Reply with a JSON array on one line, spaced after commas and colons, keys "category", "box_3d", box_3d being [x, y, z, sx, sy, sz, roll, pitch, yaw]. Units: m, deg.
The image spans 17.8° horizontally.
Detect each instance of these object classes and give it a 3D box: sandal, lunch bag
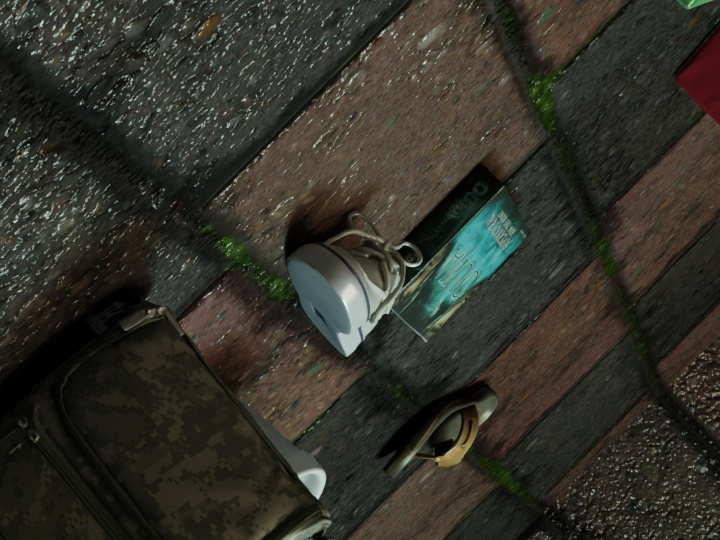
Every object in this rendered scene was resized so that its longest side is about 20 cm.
[{"category": "sandal", "box_3d": [0.094, 0.173, 2.375, 0.082, 0.055, 0.200, -53, 163, 26]}, {"category": "lunch bag", "box_3d": [-0.133, 0.138, 1.423, 0.167, 0.200, 0.139, -40, 167, -4]}]

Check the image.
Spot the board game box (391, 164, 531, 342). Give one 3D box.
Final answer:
[{"category": "board game box", "box_3d": [0.076, -0.010, 1.900, 0.135, 0.028, 0.200, -46, 165, 1]}]

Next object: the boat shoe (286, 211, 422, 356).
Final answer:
[{"category": "boat shoe", "box_3d": [0.003, 0.004, 1.656, 0.086, 0.075, 0.202, -42, 167, -8]}]

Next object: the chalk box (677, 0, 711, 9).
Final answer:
[{"category": "chalk box", "box_3d": [0.224, -0.254, 1.462, 0.124, 0.124, 0.201, -26, 156, -49]}]

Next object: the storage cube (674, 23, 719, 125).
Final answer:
[{"category": "storage cube", "box_3d": [0.422, -0.178, 2.082, 0.171, 0.180, 0.200, -50, 163, 20]}]

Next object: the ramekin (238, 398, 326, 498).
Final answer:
[{"category": "ramekin", "box_3d": [-0.131, 0.182, 1.711, 0.200, 0.105, 0.200, -41, 165, -13]}]
